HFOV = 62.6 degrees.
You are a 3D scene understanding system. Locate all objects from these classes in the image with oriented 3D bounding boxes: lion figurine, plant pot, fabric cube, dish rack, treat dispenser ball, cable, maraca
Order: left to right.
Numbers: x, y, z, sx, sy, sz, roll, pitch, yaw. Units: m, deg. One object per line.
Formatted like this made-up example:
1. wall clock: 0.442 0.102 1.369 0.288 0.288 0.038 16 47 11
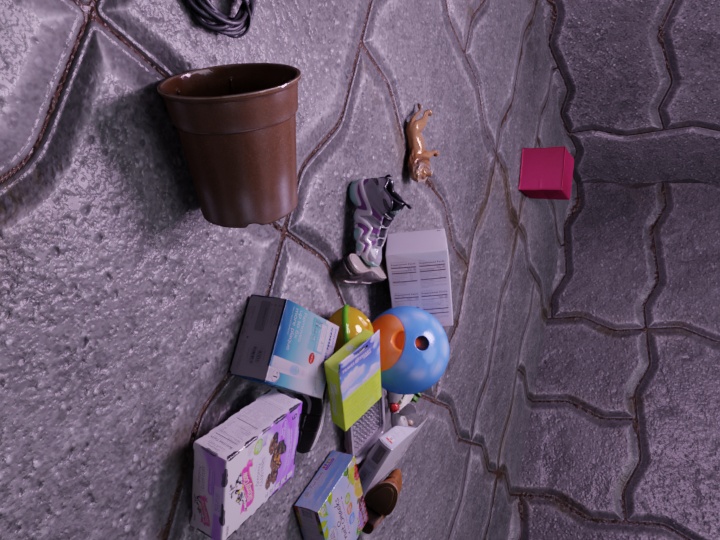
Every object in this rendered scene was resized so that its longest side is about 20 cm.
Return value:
1. cable: -0.216 -0.459 0.898 0.163 0.050 0.201 -58 139 -48
2. plant pot: -0.176 -0.183 0.873 0.200 0.199 0.200 -47 142 -48
3. maraca: -0.022 0.151 1.284 0.200 0.106 0.138 76 12 -67
4. dish rack: 0.003 0.338 1.417 0.171 0.043 0.202 -30 120 -57
5. treat dispenser ball: 0.104 0.183 1.361 0.200 0.199 0.203 -15 108 -60
6. lion figurine: 0.153 -0.340 1.579 0.122 0.072 0.202 -29 105 -48
7. fabric cube: 0.841 -0.437 2.680 0.199 0.199 0.198 9 87 -59

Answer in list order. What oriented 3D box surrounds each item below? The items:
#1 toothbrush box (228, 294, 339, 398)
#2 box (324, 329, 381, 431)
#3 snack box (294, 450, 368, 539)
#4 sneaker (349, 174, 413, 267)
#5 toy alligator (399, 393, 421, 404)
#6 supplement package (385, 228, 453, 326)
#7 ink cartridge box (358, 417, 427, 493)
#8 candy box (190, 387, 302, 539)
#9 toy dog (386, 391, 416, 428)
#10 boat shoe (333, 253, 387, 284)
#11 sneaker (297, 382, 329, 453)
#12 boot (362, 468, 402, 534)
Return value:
1. toothbrush box: -0.134 0.145 1.092 0.200 0.085 0.148 40 61 -58
2. box: -0.011 0.212 1.180 0.122 0.047 0.201 -37 139 -35
3. snack box: -0.059 0.534 1.306 0.169 0.067 0.201 -45 131 -50
4. sneaker: 0.056 -0.113 1.308 0.078 0.139 0.202 -16 96 -61
5. toy alligator: 0.161 0.309 1.689 0.201 0.054 0.059 -66 147 -31
6. supplement package: 0.148 0.020 1.480 0.152 0.149 0.202 -79 162 -67
7. ink cartridge box: 0.076 0.446 1.481 0.200 0.050 0.163 -22 143 -58
8. candy box: -0.189 0.321 0.995 0.200 0.071 0.169 -29 133 -56
9. toy dog: 0.114 0.307 1.510 0.132 0.095 0.201 -95 176 -62
10. boat shoe: 0.000 0.000 1.361 0.067 0.057 0.200 63 19 16
11. sneaker: -0.079 0.276 1.222 0.115 0.075 0.202 34 62 -56
12. boot: 0.074 0.556 1.492 0.155 0.076 0.201 -36 149 -51
